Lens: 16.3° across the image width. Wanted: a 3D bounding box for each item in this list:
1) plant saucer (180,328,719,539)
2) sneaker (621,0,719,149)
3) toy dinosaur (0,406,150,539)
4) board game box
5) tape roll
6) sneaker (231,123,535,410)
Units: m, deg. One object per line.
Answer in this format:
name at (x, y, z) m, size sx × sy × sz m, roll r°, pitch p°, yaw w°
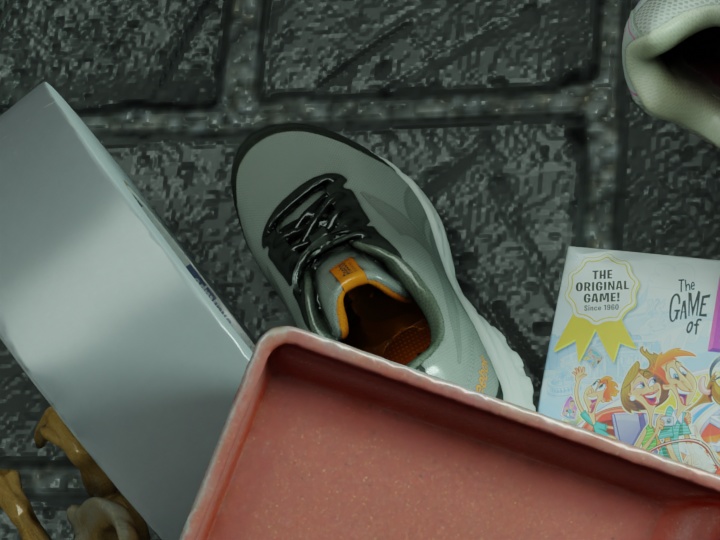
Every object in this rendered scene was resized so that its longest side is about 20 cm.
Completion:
plant saucer at (0.013, 0.136, 0.871) m, size 0.201 × 0.199 × 0.037 m, roll -68°, pitch 25°, yaw 5°
sneaker at (0.175, -0.058, 0.862) m, size 0.199 × 0.082 × 0.088 m, roll 15°, pitch 37°, yaw 28°
toy dinosaur at (-0.095, 0.100, 0.932) m, size 0.060 × 0.200 × 0.106 m, roll -35°, pitch 69°, yaw -20°
board game box at (0.164, 0.067, 0.948) m, size 0.198 × 0.034 × 0.136 m, roll 5°, pitch 69°, yaw 19°
tape roll at (-0.081, 0.028, 0.948) m, size 0.066 × 0.200 × 0.201 m, roll -39°, pitch 62°, yaw -1°
sneaker at (0.000, 0.000, 0.994) m, size 0.074 × 0.079 × 0.200 m, roll -40°, pitch 47°, yaw 4°
